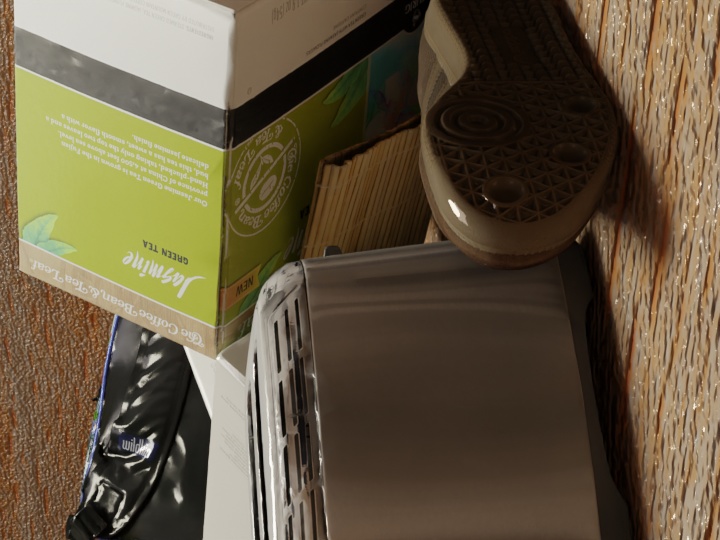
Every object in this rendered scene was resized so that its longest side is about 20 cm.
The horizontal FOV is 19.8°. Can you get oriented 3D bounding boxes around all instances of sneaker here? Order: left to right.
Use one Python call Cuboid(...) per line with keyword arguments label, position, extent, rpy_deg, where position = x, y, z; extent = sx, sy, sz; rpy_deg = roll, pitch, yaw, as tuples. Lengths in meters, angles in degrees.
Cuboid(label="sneaker", position=(0.056, -0.042, 0.778), extent=(0.200, 0.070, 0.076), rpy_deg=(-86, -1, -59))

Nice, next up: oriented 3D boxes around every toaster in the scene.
Cuboid(label="toaster", position=(0.025, 0.080, 0.775), extent=(0.114, 0.129, 0.200), rpy_deg=(102, 165, -60))

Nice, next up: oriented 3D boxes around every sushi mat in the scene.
Cuboid(label="sushi mat", position=(0.000, 0.000, 1.068), extent=(0.012, 0.096, 0.200), rpy_deg=(41, 141, 25))

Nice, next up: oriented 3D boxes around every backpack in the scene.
Cuboid(label="backpack", position=(-0.079, 0.089, 1.345), extent=(0.147, 0.183, 0.200), rpy_deg=(39, -124, -73))

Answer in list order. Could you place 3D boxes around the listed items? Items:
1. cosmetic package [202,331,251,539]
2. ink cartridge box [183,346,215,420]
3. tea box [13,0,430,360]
Cuboid(label="cosmetic package", position=(-0.016, 0.103, 1.074), extent=(0.085, 0.108, 0.200), rpy_deg=(41, 146, 23))
Cuboid(label="ink cartridge box", position=(-0.073, 0.030, 1.222), extent=(0.200, 0.050, 0.109), rpy_deg=(66, -171, 19))
Cuboid(label="tea box", position=(-0.064, -0.099, 1.051), extent=(0.200, 0.133, 0.197), rpy_deg=(-41, -34, -45))
